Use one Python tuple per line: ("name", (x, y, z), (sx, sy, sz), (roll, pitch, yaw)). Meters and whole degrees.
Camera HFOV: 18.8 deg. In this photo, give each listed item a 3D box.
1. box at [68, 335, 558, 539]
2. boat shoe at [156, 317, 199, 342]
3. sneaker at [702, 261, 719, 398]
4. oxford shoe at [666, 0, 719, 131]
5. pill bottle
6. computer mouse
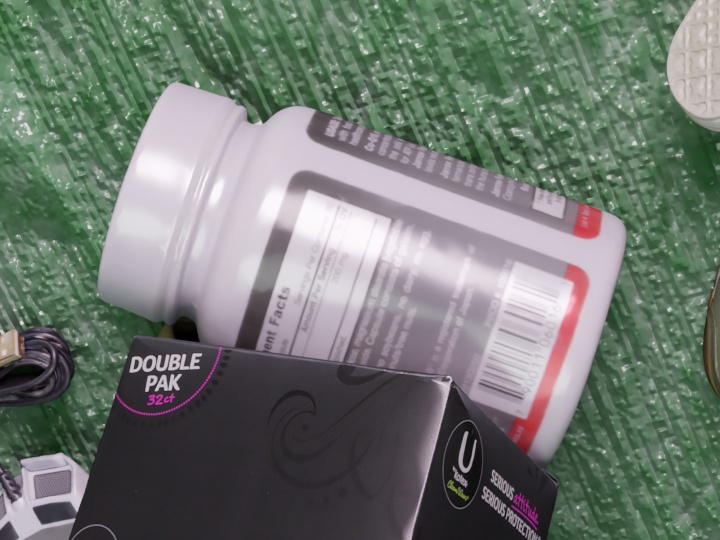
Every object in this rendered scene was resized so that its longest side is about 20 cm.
("box", (-0.030, 0.145, 0.830), (0.147, 0.202, 0.124), (7, 159, 28))
("boat shoe", (-0.007, 0.076, 0.966), (0.198, 0.074, 0.067), (17, 126, 2))
("sneaker", (0.192, -0.007, 0.868), (0.067, 0.090, 0.201), (24, 121, -3))
("oxford shoe", (0.196, -0.132, 0.823), (0.057, 0.075, 0.200), (14, 122, -46))
("pill bottle", (0.000, 0.000, 0.900), (0.198, 0.114, 0.115), (20, 121, 1))
("computer mouse", (-0.145, 0.125, 1.028), (0.109, 0.044, 0.201), (-27, 95, 18))
